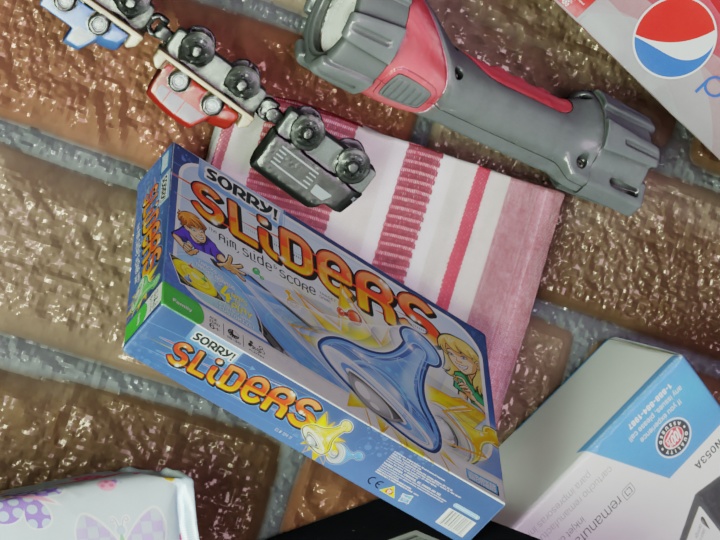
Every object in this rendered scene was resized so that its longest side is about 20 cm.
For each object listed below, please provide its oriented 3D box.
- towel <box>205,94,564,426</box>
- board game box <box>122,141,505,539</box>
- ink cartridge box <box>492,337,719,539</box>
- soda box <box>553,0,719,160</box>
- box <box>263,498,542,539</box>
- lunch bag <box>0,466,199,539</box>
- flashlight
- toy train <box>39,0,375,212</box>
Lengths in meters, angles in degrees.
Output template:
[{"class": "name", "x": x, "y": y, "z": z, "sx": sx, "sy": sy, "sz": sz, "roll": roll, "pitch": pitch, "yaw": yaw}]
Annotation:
[{"class": "towel", "x": 0.000, "y": 0.000, "z": 1.197, "sx": 0.199, "sy": 0.023, "sz": 0.145, "roll": 17, "pitch": 89, "yaw": -22}, {"class": "board game box", "x": -0.021, "y": 0.035, "z": 1.113, "sx": 0.199, "sy": 0.136, "sz": 0.034, "roll": 31, "pitch": 119, "yaw": -22}, {"class": "ink cartridge box", "x": 0.160, "y": 0.161, "z": 1.247, "sx": 0.145, "sy": 0.084, "sz": 0.200, "roll": -43, "pitch": 110, "yaw": -15}, {"class": "soda box", "x": 0.180, "y": -0.117, "z": 1.230, "sx": 0.063, "sy": 0.070, "sz": 0.200, "roll": -43, "pitch": 113, "yaw": 14}, {"class": "box", "x": 0.041, "y": 0.223, "z": 1.137, "sx": 0.103, "sy": 0.200, "sz": 0.184, "roll": -16, "pitch": 101, "yaw": -22}, {"class": "lunch bag", "x": -0.158, "y": 0.205, "z": 1.090, "sx": 0.168, "sy": 0.127, "sz": 0.202, "roll": -10, "pitch": 89, "yaw": -25}, {"class": "flashlight", "x": 0.064, "y": -0.096, "z": 1.197, "sx": 0.199, "sy": 0.068, "sz": 0.068, "roll": 21, "pitch": 96, "yaw": -28}, {"class": "toy train", "x": -0.080, "y": -0.093, "z": 1.132, "sx": 0.199, "sy": 0.034, "sz": 0.046, "roll": 36, "pitch": 99, "yaw": -12}]
